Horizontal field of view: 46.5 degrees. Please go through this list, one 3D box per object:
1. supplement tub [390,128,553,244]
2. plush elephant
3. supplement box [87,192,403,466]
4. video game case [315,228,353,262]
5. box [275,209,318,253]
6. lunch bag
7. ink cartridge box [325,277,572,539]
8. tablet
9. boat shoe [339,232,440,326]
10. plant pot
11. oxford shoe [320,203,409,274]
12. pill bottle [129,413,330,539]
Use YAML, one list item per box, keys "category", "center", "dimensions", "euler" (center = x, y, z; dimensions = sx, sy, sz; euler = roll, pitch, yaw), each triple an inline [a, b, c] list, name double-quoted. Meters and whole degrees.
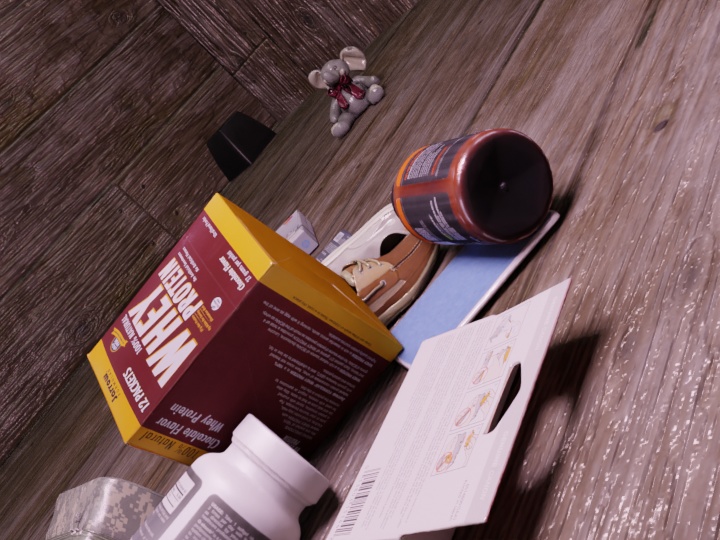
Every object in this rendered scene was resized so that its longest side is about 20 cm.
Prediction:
- category: "supplement tub"
  center: [0.099, -0.079, 0.841]
  dimensions: [0.107, 0.107, 0.200]
  euler: [-50, 17, -12]
- category: "plush elephant"
  center: [-0.042, -0.458, 2.075]
  dimensions: [0.164, 0.155, 0.201]
  euler: [-40, 18, 22]
- category: "supplement box"
  center: [-0.108, 0.077, 0.801]
  dimensions: [0.200, 0.197, 0.133]
  euler: [-50, 44, 6]
- category: "video game case"
  center: [-0.075, 0.024, 1.260]
  dimensions: [0.200, 0.019, 0.143]
  euler: [-49, 15, -1]
- category: "box"
  center: [-0.150, -0.027, 1.537]
  dimensions: [0.156, 0.041, 0.200]
  euler: [-46, 17, 5]
- category: "lunch bag"
  center: [-0.256, 0.313, 0.840]
  dimensions: [0.199, 0.139, 0.169]
  euler: [-28, 40, 50]
- category: "ink cartridge box"
  center: [0.074, 0.115, 0.600]
  dimensions: [0.176, 0.045, 0.201]
  euler: [-29, 24, 50]
- category: "tablet"
  center: [0.104, 0.015, 0.823]
  dimensions: [0.200, 0.014, 0.130]
  euler: [-50, 16, -5]
- category: "boat shoe"
  center: [0.011, 0.022, 0.934]
  dimensions: [0.201, 0.074, 0.076]
  euler: [-52, 17, -15]
- category: "plant pot"
  center: [-0.487, -0.508, 3.326]
  dimensions: [0.199, 0.177, 0.201]
  euler: [-25, 26, 52]
- category: "oxford shoe"
  center: [0.000, 0.000, 1.046]
  dimensions: [0.200, 0.075, 0.058]
  euler: [-44, 52, 16]
- category: "pill bottle"
  center: [-0.123, 0.230, 0.709]
  dimensions: [0.200, 0.116, 0.116]
  euler: [-50, 16, -12]
